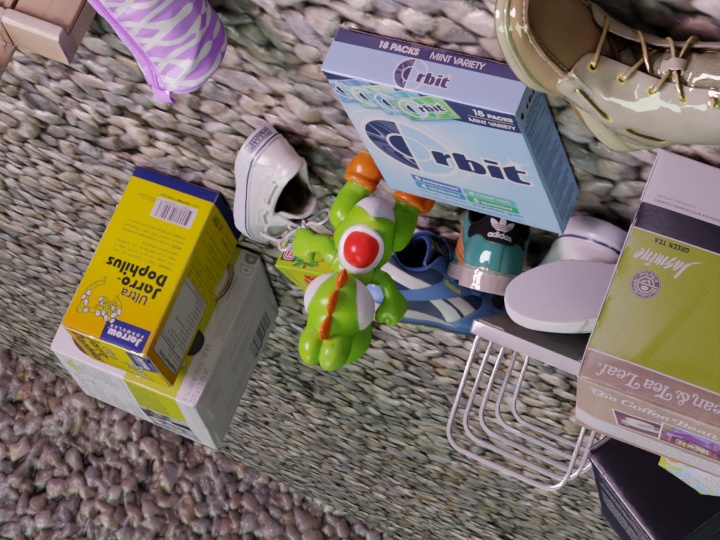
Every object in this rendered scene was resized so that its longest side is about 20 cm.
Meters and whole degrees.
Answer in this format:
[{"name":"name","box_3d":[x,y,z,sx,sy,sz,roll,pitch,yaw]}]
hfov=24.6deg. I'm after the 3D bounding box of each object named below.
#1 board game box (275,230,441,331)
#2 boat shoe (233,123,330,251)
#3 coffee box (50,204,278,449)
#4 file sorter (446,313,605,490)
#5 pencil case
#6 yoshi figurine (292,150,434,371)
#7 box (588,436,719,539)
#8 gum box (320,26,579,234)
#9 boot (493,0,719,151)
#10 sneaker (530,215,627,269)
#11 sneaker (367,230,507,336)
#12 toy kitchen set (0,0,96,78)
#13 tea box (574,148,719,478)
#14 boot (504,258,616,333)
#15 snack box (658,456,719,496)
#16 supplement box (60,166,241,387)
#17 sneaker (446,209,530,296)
[{"name":"board game box","box_3d":[0.015,0.012,1.774,0.198,0.048,0.102,10,158,39]},{"name":"boat shoe","box_3d":[-0.069,-0.066,1.606,0.086,0.075,0.202,38,159,13]},{"name":"coffee box","box_3d":[-0.234,0.070,2.021,0.196,0.201,0.200,21,163,11]},{"name":"file sorter","box_3d":[0.186,0.121,1.598,0.138,0.126,0.200,22,-169,22]},{"name":"pencil case","box_3d":[-0.175,-0.217,1.287,0.083,0.086,0.200,12,160,29]},{"name":"yoshi figurine","box_3d":[-0.005,0.003,1.513,0.112,0.202,0.112,5,156,45]},{"name":"box","box_3d":[0.333,0.189,1.574,0.124,0.199,0.197,53,176,24]},{"name":"gum box","box_3d":[0.077,-0.110,1.335,0.168,0.045,0.200,17,161,24]},{"name":"boot","box_3d":[0.191,-0.134,1.068,0.154,0.073,0.199,8,162,43]},{"name":"sneaker","box_3d":[0.193,0.009,1.486,0.072,0.071,0.200,24,163,-1]},{"name":"sneaker","box_3d":[0.080,0.010,1.628,0.198,0.083,0.074,9,-156,-30]},{"name":"toy kitchen set","box_3d":[-0.342,-0.232,1.329,0.198,0.165,0.181,20,163,12]},{"name":"tea box","box_3d":[0.286,0.047,1.261,0.198,0.198,0.134,20,163,13]},{"name":"boot","box_3d":[0.222,0.043,1.414,0.197,0.074,0.096,-4,138,2]},{"name":"snack box","box_3d":[0.364,0.108,1.385,0.067,0.170,0.199,33,160,-28]},{"name":"supplement box","box_3d":[-0.228,0.007,1.826,0.108,0.202,0.109,18,162,17]},{"name":"sneaker","box_3d":[0.123,-0.023,1.510,0.070,0.081,0.200,13,-176,-2]}]
